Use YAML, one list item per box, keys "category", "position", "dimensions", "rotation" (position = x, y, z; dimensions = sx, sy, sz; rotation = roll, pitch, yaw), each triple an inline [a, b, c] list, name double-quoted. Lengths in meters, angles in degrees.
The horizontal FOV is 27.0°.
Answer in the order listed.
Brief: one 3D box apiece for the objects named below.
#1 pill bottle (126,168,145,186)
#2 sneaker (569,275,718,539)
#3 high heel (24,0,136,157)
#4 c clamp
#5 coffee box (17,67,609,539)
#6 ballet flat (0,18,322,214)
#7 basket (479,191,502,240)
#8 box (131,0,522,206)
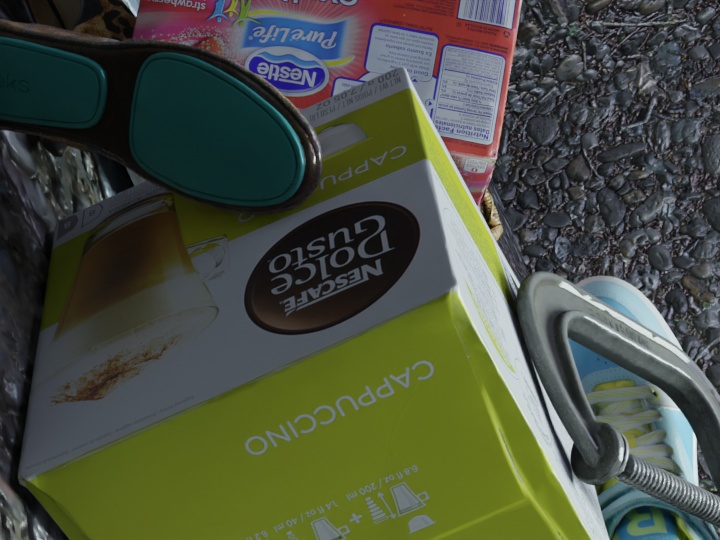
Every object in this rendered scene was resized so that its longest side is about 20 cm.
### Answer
- category: "pill bottle"
  position: [-0.041, -0.094, 0.921]
  dimensions: [0.114, 0.199, 0.115]
  rotation: [-24, 90, -86]
- category: "sneaker"
  position: [0.143, 0.099, 0.776]
  dimensions: [0.131, 0.079, 0.201]
  rotation: [16, 61, -79]
- category: "high heel"
  position: [-0.188, -0.157, 0.824]
  dimensions: [0.142, 0.071, 0.201]
  rotation: [30, 44, -22]
- category: "c clamp"
  position: [0.148, 0.085, 0.711]
  dimensions: [0.199, 0.027, 0.172]
  rotation: [31, 37, -33]
- category: "coffee box"
  position: [-0.017, 0.064, 0.710]
  dimensions: [0.198, 0.199, 0.201]
  rotation: [-98, 161, -56]
- category: "ballet flat"
  position: [-0.097, -0.079, 0.698]
  dimensions: [0.067, 0.199, 0.069]
  rotation: [-21, 129, -66]
- category: "basket"
  position: [0.035, -0.083, 1.457]
  dimensions: [0.143, 0.148, 0.201]
  rotation: [-59, 125, -78]
- category: "box"
  position: [-0.021, -0.106, 0.809]
  dimensions: [0.096, 0.199, 0.100]
  rotation: [99, 1, -74]
